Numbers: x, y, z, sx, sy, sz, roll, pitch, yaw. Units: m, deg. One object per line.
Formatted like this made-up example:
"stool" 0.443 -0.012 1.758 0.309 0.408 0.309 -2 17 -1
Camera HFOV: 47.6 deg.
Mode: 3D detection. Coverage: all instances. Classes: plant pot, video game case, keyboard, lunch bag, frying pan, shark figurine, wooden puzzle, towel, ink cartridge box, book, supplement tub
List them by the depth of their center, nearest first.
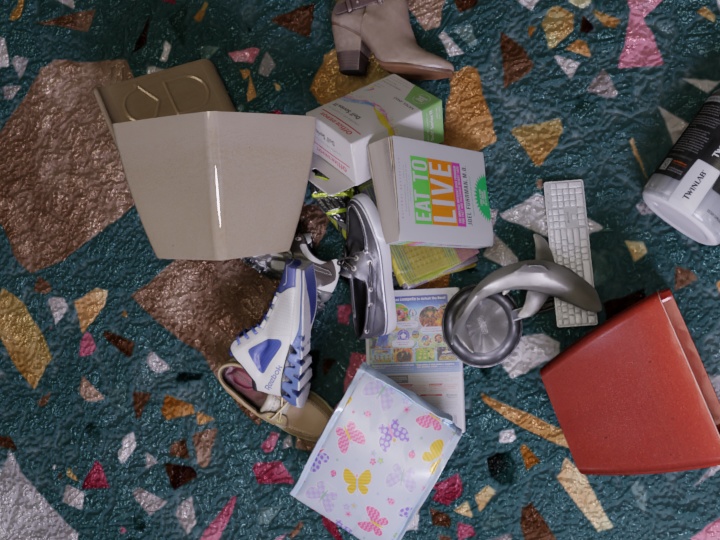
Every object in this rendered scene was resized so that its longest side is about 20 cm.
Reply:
"plant pot" 0.340 0.151 1.028 0.174 0.199 0.204 -25 80 23
"supplement tub" 0.466 -0.145 1.046 0.122 0.122 0.202 36 95 14
"plant pot" -0.185 -0.109 1.083 0.197 0.198 0.182 2 99 37
"shark figurine" 0.205 0.019 1.083 0.210 0.090 0.131 -17 78 0
"book" 0.101 -0.099 1.100 0.048 0.197 0.137 -14 81 44
"lunch bag" 0.026 0.247 1.105 0.167 0.127 0.203 29 108 4
"ink cartridge box" 0.005 -0.190 1.124 0.198 0.068 0.117 -30 45 -24
"keyboard" 0.290 -0.025 1.128 0.055 0.011 0.205 -5 80 10
"frying pan" 0.205 0.080 1.133 0.185 0.031 0.118 5 86 11
"towel" 0.076 -0.080 1.152 0.141 0.023 0.203 -20 81 -27
"video game case" 0.077 0.129 1.174 0.140 0.018 0.205 -3 85 14
"wooden puzzle" -0.279 -0.216 1.234 0.197 0.046 0.188 -20 73 -25

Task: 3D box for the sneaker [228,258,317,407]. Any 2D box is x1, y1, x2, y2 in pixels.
"sneaker" -0.125 0.085 1.134 0.112 0.081 0.204 6 97 10

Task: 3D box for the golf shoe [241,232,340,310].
"golf shoe" -0.116 -0.027 1.212 0.198 0.078 0.095 35 85 6

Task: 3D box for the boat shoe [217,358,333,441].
"boat shoe" -0.126 0.192 1.194 0.197 0.066 0.075 24 91 14

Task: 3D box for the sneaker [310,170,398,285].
"sneaker" 0.005 -0.068 1.185 0.075 0.076 0.201 -37 96 2

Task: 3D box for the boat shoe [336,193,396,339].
"boat shoe" 0.000 0.000 1.117 0.065 0.070 0.204 -19 114 -27

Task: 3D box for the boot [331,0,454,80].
"boot" 0.048 -0.360 1.196 0.195 0.070 0.150 7 85 14
